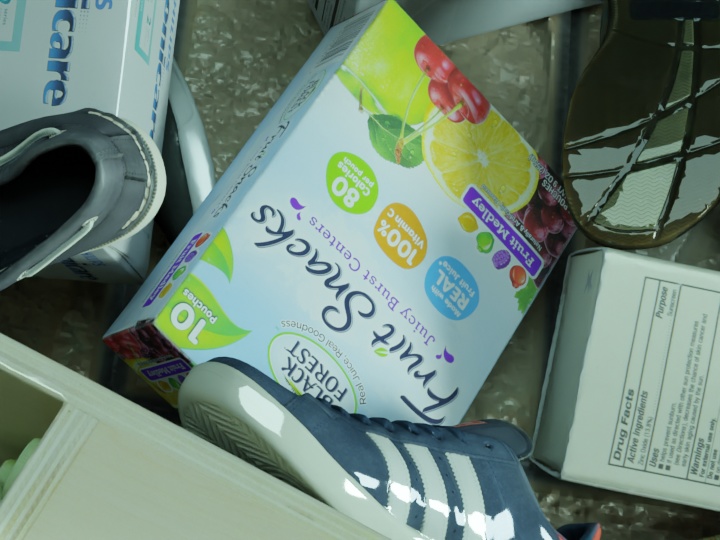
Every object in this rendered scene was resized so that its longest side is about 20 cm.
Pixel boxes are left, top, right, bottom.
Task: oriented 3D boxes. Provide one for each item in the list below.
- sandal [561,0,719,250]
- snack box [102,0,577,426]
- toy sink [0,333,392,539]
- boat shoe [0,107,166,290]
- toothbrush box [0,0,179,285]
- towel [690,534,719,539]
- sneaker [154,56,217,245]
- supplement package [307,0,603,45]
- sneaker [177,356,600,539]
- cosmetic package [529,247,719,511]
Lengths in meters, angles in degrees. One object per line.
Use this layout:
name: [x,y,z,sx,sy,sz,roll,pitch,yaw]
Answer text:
sandal: [0.134,-0.092,0.908,0.082,0.055,0.200,2,59,6]
snack box: [0.000,0.000,0.874,0.142,0.053,0.200,45,59,-17]
toy sink: [-0.099,0.130,0.770,0.200,0.130,0.112,28,61,4]
boat shoe: [-0.174,-0.011,0.760,0.200,0.063,0.073,-21,89,8]
toothbrush box: [-0.186,-0.078,0.847,0.200,0.085,0.147,5,79,7]
towel: [0.118,0.189,0.842,0.200,0.022,0.147,-9,64,-18]
sneaker: [-0.128,-0.068,0.916,0.099,0.071,0.200,-19,67,-11]
supplement package: [0.054,-0.212,0.949,0.156,0.200,0.111,-16,66,-19]
sneaker: [0.017,0.081,0.797,0.200,0.075,0.085,41,64,-23]
cosmetic package: [0.184,0.058,0.872,0.200,0.087,0.103,13,88,-5]
